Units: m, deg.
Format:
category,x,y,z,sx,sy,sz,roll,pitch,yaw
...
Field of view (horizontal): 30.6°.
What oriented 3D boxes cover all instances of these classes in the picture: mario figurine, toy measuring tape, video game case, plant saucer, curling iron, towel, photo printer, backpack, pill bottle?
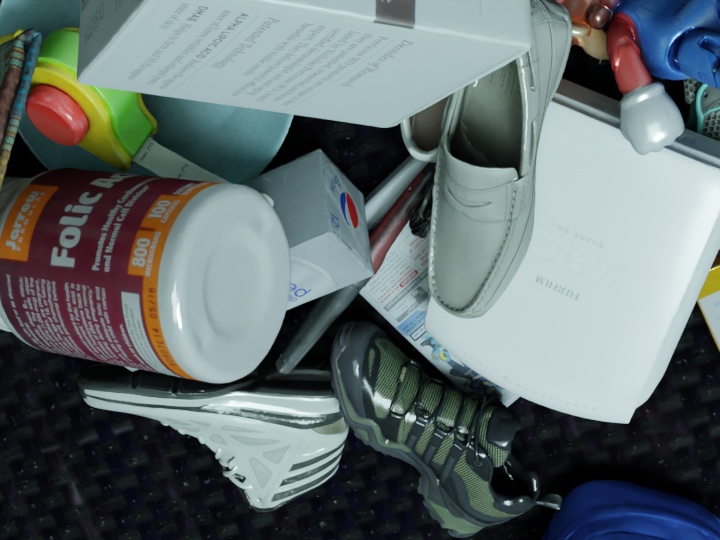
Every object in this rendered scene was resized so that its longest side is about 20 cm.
category,x,y,z,sx,sy,sz,roll,pitch,yaw
mario figurine,0.182,-0.137,0.778,0.199,0.122,0.108,32,126,39
toy measuring tape,-0.140,-0.094,0.806,0.198,0.074,0.074,30,113,3
video game case,0.101,-0.019,0.904,0.182,0.022,0.200,43,109,-14
plant saucer,-0.136,-0.137,0.858,0.197,0.039,0.204,1,115,3
curling iron,0.000,0.000,0.882,0.025,0.050,0.200,34,119,-17
towel,-0.251,-0.060,0.800,0.021,0.199,0.149,19,76,-30
photo printer,0.135,-0.009,0.839,0.164,0.069,0.202,24,115,12
backpack,0.198,0.269,0.948,0.160,0.168,0.203,16,111,-10
pill bottle,-0.151,-0.002,0.796,0.197,0.114,0.116,7,118,31

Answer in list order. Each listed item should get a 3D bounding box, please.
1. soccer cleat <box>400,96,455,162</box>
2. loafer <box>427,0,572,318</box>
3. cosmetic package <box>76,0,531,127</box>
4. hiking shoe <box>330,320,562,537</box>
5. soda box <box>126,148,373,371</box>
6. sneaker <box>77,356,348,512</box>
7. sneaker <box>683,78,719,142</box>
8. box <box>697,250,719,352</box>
category,x,y,z,sx,sy,sz,roll,pitch,yaw
soccer cleat,0.059,-0.164,0.801,0.068,0.078,0.203,9,107,10
loafer,0.071,-0.063,0.769,0.069,0.069,0.203,21,114,28
cosmetic package,-0.034,-0.185,0.697,0.197,0.165,0.168,4,80,-25
hiking shoe,0.061,0.101,0.920,0.100,0.076,0.200,-20,123,34
soda box,-0.092,-0.003,0.875,0.198,0.069,0.063,-22,145,20
sneaker,-0.106,0.122,0.950,0.197,0.076,0.117,5,113,-1
sneaker,0.248,-0.112,0.826,0.090,0.078,0.202,27,112,-4
box,0.315,0.055,0.913,0.118,0.042,0.202,-24,113,14
